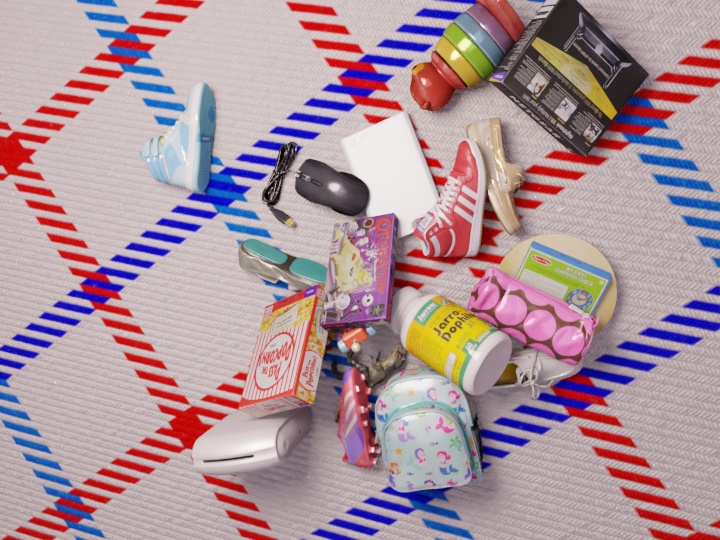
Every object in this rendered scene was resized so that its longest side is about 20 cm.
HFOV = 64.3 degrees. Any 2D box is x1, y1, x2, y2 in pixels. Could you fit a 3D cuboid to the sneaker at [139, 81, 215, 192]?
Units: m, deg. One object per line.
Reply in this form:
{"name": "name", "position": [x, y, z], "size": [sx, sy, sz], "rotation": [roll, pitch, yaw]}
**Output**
{"name": "sneaker", "position": [-0.344, -0.252, 1.061], "size": [0.130, 0.080, 0.201], "rotation": [8, 95, 9]}

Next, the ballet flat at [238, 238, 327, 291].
{"name": "ballet flat", "position": [-0.134, 0.002, 1.054], "size": [0.199, 0.067, 0.064], "rotation": [23, 125, 9]}

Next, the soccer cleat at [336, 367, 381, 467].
{"name": "soccer cleat", "position": [-0.015, 0.266, 1.022], "size": [0.076, 0.067, 0.201], "rotation": [-5, 112, 19]}

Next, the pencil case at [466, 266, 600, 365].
{"name": "pencil case", "position": [0.276, 0.067, 0.925], "size": [0.199, 0.091, 0.094], "rotation": [26, 136, 9]}

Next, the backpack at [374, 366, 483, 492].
{"name": "backpack", "position": [0.113, 0.271, 0.979], "size": [0.176, 0.151, 0.201], "rotation": [-10, 87, 13]}

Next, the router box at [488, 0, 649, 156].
{"name": "router box", "position": [0.327, -0.302, 0.897], "size": [0.199, 0.052, 0.158], "rotation": [33, 100, -21]}

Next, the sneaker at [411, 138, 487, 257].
{"name": "sneaker", "position": [0.142, -0.113, 0.945], "size": [0.112, 0.071, 0.201], "rotation": [-7, 111, -12]}

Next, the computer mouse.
{"name": "computer mouse", "position": [-0.092, -0.133, 1.023], "size": [0.199, 0.046, 0.141], "rotation": [31, 102, 16]}

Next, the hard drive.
{"name": "hard drive", "position": [0.058, -0.161, 1.015], "size": [0.131, 0.026, 0.201], "rotation": [-21, 90, 12]}

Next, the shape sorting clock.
{"name": "shape sorting clock", "position": [0.326, 0.037, 0.969], "size": [0.199, 0.039, 0.201], "rotation": [5, 106, 16]}

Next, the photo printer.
{"name": "photo printer", "position": [-0.188, 0.294, 1.007], "size": [0.165, 0.200, 0.070], "rotation": [-11, 92, 12]}

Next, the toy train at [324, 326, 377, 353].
{"name": "toy train", "position": [-0.062, 0.120, 0.995], "size": [0.199, 0.150, 0.056], "rotation": [-32, 102, 16]}

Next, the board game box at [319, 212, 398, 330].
{"name": "board game box", "position": [0.000, 0.000, 0.961], "size": [0.119, 0.032, 0.201], "rotation": [-6, 58, 20]}

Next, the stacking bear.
{"name": "stacking bear", "position": [0.162, -0.350, 0.941], "size": [0.200, 0.122, 0.114], "rotation": [-42, 122, 19]}

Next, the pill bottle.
{"name": "pill bottle", "position": [0.138, 0.107, 0.947], "size": [0.200, 0.113, 0.113], "rotation": [32, 101, 36]}

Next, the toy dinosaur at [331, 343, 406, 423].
{"name": "toy dinosaur", "position": [-0.006, 0.190, 1.045], "size": [0.088, 0.047, 0.200], "rotation": [45, 104, -2]}

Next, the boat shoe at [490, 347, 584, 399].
{"name": "boat shoe", "position": [0.272, 0.171, 0.958], "size": [0.201, 0.086, 0.075], "rotation": [-5, 111, 12]}

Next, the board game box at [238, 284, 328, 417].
{"name": "board game box", "position": [-0.123, 0.137, 0.973], "size": [0.151, 0.046, 0.201], "rotation": [-24, 44, 40]}

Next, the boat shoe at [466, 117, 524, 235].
{"name": "boat shoe", "position": [0.238, -0.160, 0.955], "size": [0.069, 0.074, 0.201], "rotation": [-20, 89, 18]}
